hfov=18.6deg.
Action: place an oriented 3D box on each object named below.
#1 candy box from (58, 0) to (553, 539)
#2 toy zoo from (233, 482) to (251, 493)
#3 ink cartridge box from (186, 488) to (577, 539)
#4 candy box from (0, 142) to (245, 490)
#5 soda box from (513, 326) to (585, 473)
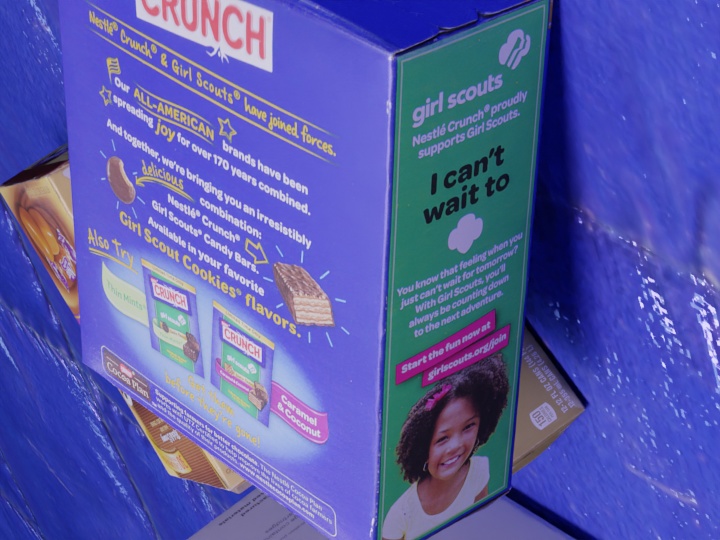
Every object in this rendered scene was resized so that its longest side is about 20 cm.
[{"bbox_3d":[-0.024,-0.027,0.758,0.169,0.077,0.201,31,134,36],"label":"candy box"},{"bbox_3d":[-0.137,0.042,1.364,0.201,0.020,0.131,61,161,-14],"label":"toy zoo"},{"bbox_3d":[0.024,0.186,0.992,0.200,0.144,0.148,27,146,57],"label":"ink cartridge box"},{"bbox_3d":[-0.119,0.023,1.235,0.201,0.056,0.117,59,161,-11],"label":"candy box"},{"bbox_3d":[0.000,0.000,0.876,0.201,0.064,0.068,53,162,9],"label":"soda box"}]
